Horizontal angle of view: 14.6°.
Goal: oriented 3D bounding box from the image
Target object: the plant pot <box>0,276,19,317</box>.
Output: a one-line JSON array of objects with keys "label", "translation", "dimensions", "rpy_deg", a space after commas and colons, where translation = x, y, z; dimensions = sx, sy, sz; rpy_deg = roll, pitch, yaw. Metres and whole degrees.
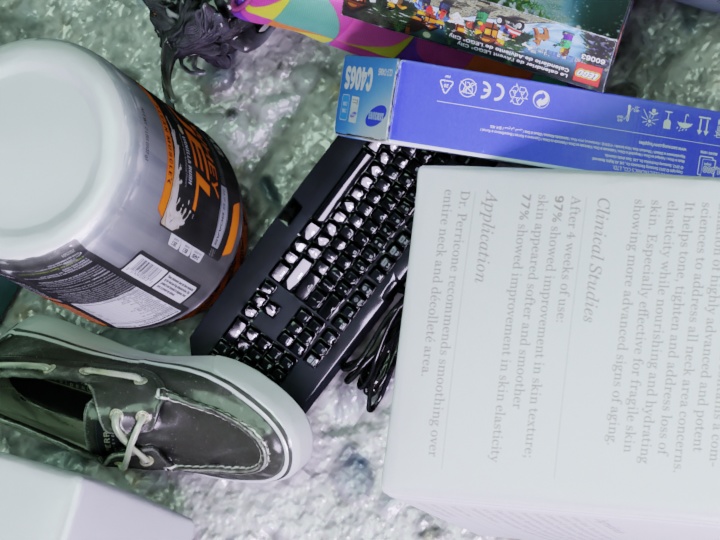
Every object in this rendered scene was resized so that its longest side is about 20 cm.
[{"label": "plant pot", "translation": [-0.263, -0.034, 1.556], "dimensions": [0.141, 0.141, 0.201], "rpy_deg": [18, 91, 21]}]

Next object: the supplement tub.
[{"label": "supplement tub", "translation": [-0.137, -0.039, 1.478], "dimensions": [0.122, 0.200, 0.123], "rpy_deg": [-4, 77, 17]}]

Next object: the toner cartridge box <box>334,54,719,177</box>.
[{"label": "toner cartridge box", "translation": [0.096, -0.072, 1.410], "dimensions": [0.199, 0.095, 0.043], "rpy_deg": [8, 92, -17]}]

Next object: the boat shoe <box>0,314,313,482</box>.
[{"label": "boat shoe", "translation": [-0.122, 0.081, 1.506], "dimensions": [0.199, 0.064, 0.071], "rpy_deg": [13, 123, 26]}]

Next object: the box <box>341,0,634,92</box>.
[{"label": "box", "translation": [0.083, -0.186, 1.421], "dimensions": [0.136, 0.038, 0.200], "rpy_deg": [18, 48, 5]}]

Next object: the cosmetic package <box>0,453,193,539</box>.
[{"label": "cosmetic package", "translation": [-0.224, 0.173, 1.466], "dimensions": [0.199, 0.167, 0.167], "rpy_deg": [15, 82, 20]}]

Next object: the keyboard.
[{"label": "keyboard", "translation": [0.000, 0.000, 1.474], "dimensions": [0.104, 0.040, 0.200], "rpy_deg": [35, 108, -5]}]

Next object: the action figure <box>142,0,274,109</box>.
[{"label": "action figure", "translation": [-0.068, -0.186, 1.540], "dimensions": [0.102, 0.119, 0.200], "rpy_deg": [37, 81, 10]}]

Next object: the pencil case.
[{"label": "pencil case", "translation": [0.028, -0.143, 1.466], "dimensions": [0.199, 0.088, 0.089], "rpy_deg": [18, 82, -18]}]

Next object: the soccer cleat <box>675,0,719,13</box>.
[{"label": "soccer cleat", "translation": [0.169, -0.172, 1.476], "dimensions": [0.200, 0.073, 0.068], "rpy_deg": [22, 84, 22]}]

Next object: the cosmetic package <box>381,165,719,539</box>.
[{"label": "cosmetic package", "translation": [0.135, 0.050, 1.385], "dimensions": [0.199, 0.166, 0.168], "rpy_deg": [4, 79, 20]}]
